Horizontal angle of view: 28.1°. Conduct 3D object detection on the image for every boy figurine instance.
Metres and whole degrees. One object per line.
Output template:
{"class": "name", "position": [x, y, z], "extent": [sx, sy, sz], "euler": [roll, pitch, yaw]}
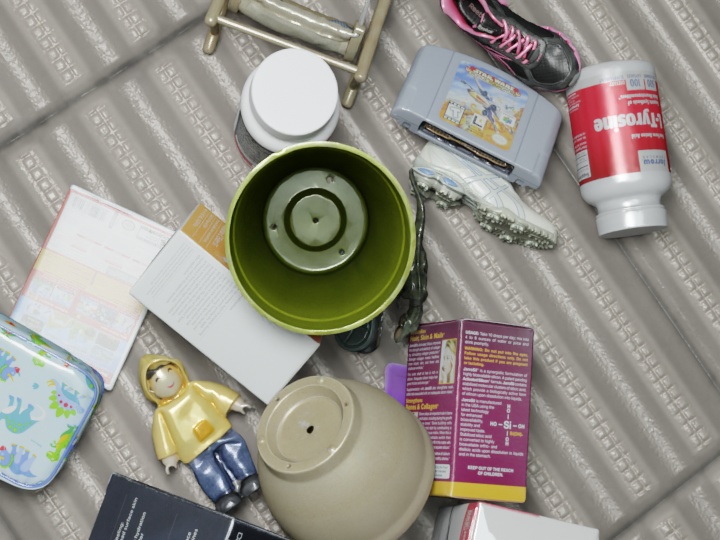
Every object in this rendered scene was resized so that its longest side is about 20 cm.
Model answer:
{"class": "boy figurine", "position": [-0.185, 0.175, 1.652], "extent": [0.124, 0.064, 0.201], "euler": [-32, 91, -9]}

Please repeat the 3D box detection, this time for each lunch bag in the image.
{"class": "lunch bag", "position": [-0.402, 0.142, 1.606], "extent": [0.199, 0.082, 0.162], "euler": [29, 89, -4]}

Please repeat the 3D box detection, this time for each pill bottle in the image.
{"class": "pill bottle", "position": [-0.084, -0.179, 1.643], "extent": [0.113, 0.200, 0.115], "euler": [1, 83, -8]}
{"class": "pill bottle", "position": [0.316, -0.145, 1.745], "extent": [0.111, 0.112, 0.202], "euler": [-7, 84, -9]}

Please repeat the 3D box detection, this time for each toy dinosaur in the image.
{"class": "toy dinosaur", "position": [0.059, -0.012, 1.700], "extent": [0.047, 0.088, 0.202], "euler": [2, 82, -8]}

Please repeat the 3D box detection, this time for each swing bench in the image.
{"class": "swing bench", "position": [-0.063, -0.331, 1.703], "extent": [0.197, 0.130, 0.202], "euler": [19, 80, -5]}

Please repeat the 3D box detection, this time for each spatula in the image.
{"class": "spatula", "position": [0.044, 0.212, 1.702], "extent": [0.056, 0.021, 0.202], "euler": [11, 83, -18]}

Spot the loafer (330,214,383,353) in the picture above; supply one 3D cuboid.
{"class": "loafer", "position": [0.000, 0.000, 1.713], "extent": [0.071, 0.063, 0.202], "euler": [-2, 78, 22]}

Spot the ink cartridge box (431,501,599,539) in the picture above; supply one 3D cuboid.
{"class": "ink cartridge box", "position": [0.167, 0.317, 1.617], "extent": [0.144, 0.200, 0.086], "euler": [14, 75, -7]}

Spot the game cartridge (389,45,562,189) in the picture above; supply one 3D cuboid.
{"class": "game cartridge", "position": [0.144, -0.191, 1.737], "extent": [0.199, 0.042, 0.134], "euler": [26, 57, -4]}

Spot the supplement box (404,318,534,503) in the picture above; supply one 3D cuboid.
{"class": "supplement box", "position": [0.121, 0.163, 1.658], "extent": [0.102, 0.131, 0.202], "euler": [8, 82, -24]}

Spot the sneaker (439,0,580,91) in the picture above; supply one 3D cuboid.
{"class": "sneaker", "position": [0.173, -0.282, 1.726], "extent": [0.200, 0.095, 0.079], "euler": [38, 110, 16]}

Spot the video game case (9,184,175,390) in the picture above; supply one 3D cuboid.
{"class": "video game case", "position": [-0.313, 0.019, 1.675], "extent": [0.142, 0.017, 0.201], "euler": [24, 79, -5]}

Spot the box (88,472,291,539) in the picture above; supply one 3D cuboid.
{"class": "box", "position": [-0.203, 0.347, 1.549], "extent": [0.199, 0.117, 0.198], "euler": [12, 77, 39]}

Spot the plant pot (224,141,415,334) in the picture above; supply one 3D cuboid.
{"class": "plant pot", "position": [-0.048, -0.047, 1.583], "extent": [0.198, 0.193, 0.203], "euler": [-1, 98, -4]}

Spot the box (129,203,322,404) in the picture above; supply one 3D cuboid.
{"class": "box", "position": [-0.144, 0.036, 1.622], "extent": [0.200, 0.125, 0.098], "euler": [40, 105, -8]}

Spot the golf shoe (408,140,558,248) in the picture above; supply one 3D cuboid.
{"class": "golf shoe", "position": [0.160, -0.101, 1.737], "extent": [0.199, 0.078, 0.098], "euler": [28, 73, -5]}

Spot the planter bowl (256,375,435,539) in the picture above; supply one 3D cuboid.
{"class": "planter bowl", "position": [-0.034, 0.200, 1.584], "extent": [0.199, 0.135, 0.202], "euler": [-16, 50, 20]}
